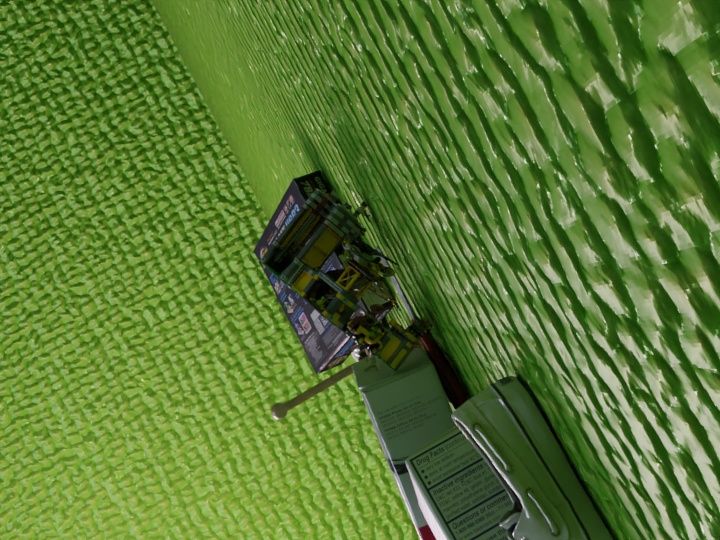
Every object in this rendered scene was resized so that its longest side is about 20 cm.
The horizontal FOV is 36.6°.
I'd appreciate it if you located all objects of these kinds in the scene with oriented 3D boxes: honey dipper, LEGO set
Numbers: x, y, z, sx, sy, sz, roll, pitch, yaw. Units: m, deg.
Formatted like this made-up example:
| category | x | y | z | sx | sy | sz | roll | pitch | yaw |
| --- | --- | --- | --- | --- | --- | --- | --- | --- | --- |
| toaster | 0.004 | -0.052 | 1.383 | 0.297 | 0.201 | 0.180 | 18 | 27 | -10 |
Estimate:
| category | x | y | z | sx | sy | sz | roll | pitch | yaw |
| --- | --- | --- | --- | --- | --- | --- | --- | --- | --- |
| honey dipper | -0.033 | 0.145 | 1.479 | 0.038 | 0.199 | 0.038 | 61 | 173 | 12 |
| LEGO set | 0.000 | 0.000 | 1.119 | 0.154 | 0.116 | 0.200 | 39 | 179 | -29 |

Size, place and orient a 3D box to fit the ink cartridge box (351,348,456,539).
| category | x | y | z | sx | sy | sz | roll | pitch | yaw |
| --- | --- | --- | --- | --- | --- | --- | --- | --- | --- |
| ink cartridge box | 0.067 | 0.188 | 1.167 | 0.145 | 0.083 | 0.201 | -127 | 16 | -83 |

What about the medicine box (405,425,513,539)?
| category | x | y | z | sx | sy | sz | roll | pitch | yaw |
| --- | --- | --- | --- | --- | --- | --- | --- | --- | --- |
| medicine box | 0.133 | 0.245 | 0.957 | 0.200 | 0.103 | 0.182 | 60 | 174 | 23 |

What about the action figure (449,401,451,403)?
| category | x | y | z | sx | sy | sz | roll | pitch | yaw |
| --- | --- | --- | --- | --- | --- | --- | --- | --- | --- |
| action figure | 0.066 | 0.160 | 1.344 | 0.200 | 0.069 | 0.130 | 76 | 170 | -57 |

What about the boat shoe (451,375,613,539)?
| category | x | y | z | sx | sy | sz | roll | pitch | yaw |
| --- | --- | --- | --- | --- | --- | --- | --- | --- | --- |
| boat shoe | 0.135 | 0.179 | 0.810 | 0.201 | 0.066 | 0.072 | 62 | 174 | 3 |

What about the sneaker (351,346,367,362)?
| category | x | y | z | sx | sy | sz | roll | pitch | yaw |
| --- | --- | --- | --- | --- | --- | --- | --- | --- | --- |
| sneaker | -0.015 | 0.060 | 1.538 | 0.089 | 0.078 | 0.200 | 53 | 170 | 42 |

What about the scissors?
| category | x | y | z | sx | sy | sz | roll | pitch | yaw |
| --- | --- | --- | --- | --- | --- | --- | --- | --- | --- |
| scissors | 0.064 | 0.068 | 1.178 | 0.200 | 0.014 | 0.073 | 59 | 175 | 13 |

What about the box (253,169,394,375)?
| category | x | y | z | sx | sy | sz | roll | pitch | yaw |
| --- | --- | --- | --- | --- | --- | --- | --- | --- | --- |
| box | -0.054 | 0.006 | 1.402 | 0.199 | 0.050 | 0.200 | 62 | 149 | 16 |
